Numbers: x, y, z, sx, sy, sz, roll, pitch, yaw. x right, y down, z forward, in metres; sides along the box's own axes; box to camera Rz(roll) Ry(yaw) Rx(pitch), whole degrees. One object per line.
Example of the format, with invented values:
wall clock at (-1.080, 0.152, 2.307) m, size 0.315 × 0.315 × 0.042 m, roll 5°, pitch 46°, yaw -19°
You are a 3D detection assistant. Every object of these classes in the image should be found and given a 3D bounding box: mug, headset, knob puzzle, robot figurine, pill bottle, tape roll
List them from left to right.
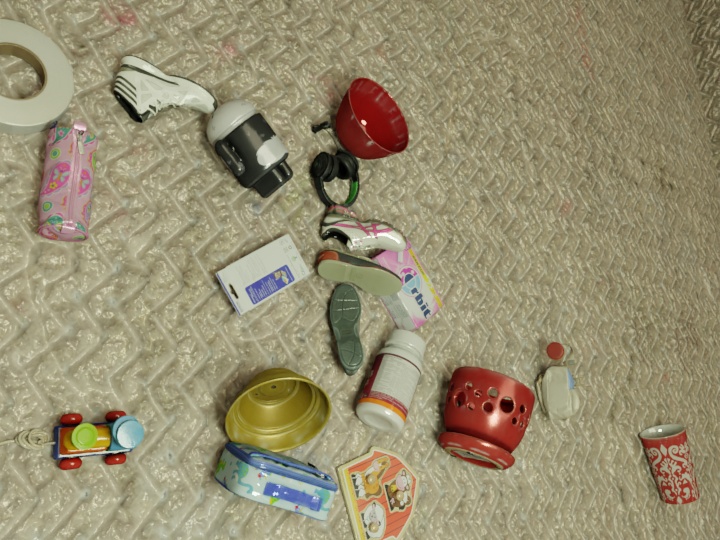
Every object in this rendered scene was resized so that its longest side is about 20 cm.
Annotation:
tape roll at (-0.607, -0.338, 1.086) m, size 0.200 × 0.037 × 0.207 m, roll 12°, pitch 68°, yaw -32°
robot figurine at (-0.229, -0.251, 1.284) m, size 0.124 × 0.150 × 0.201 m, roll -39°, pitch 101°, yaw -8°
headset at (-0.069, -0.242, 1.446) m, size 0.122 × 0.093 × 0.205 m, roll -16°, pitch 99°, yaw -43°
knob puzzle at (0.056, 0.471, 1.311) m, size 0.216 × 0.030 × 0.224 m, roll 13°, pitch 67°, yaw -33°
pill bottle at (0.071, 0.237, 1.350) m, size 0.109 × 0.109 × 0.202 m, roll 37°, pitch 56°, yaw -20°
mug at (0.950, 0.578, 1.878) m, size 0.175 × 0.133 × 0.204 m, roll -12°, pitch 85°, yaw -36°

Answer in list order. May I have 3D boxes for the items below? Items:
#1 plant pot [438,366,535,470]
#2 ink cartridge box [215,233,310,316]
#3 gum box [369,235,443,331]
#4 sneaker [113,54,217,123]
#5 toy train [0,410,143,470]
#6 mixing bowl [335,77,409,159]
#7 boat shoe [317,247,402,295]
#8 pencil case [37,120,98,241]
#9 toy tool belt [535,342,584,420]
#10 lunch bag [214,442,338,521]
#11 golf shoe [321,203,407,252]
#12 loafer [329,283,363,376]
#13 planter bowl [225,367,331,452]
plant pot at (0.283, 0.344, 1.421) m, size 0.199 × 0.199 × 0.185 m, roll 30°, pitch 67°, yaw -24°
ink cartridge box at (-0.202, 0.010, 1.269) m, size 0.199 × 0.039 × 0.101 m, roll -32°, pitch 95°, yaw -40°
gum box at (0.104, 0.038, 1.467) m, size 0.113 × 0.066 × 0.202 m, roll -34°, pitch 96°, yaw -37°
sneaker at (-0.390, -0.328, 1.232) m, size 0.197 × 0.075 × 0.118 m, roll 20°, pitch 72°, yaw -21°
toy train at (-0.441, 0.261, 0.958) m, size 0.197 × 0.115 × 0.087 m, roll 5°, pitch 71°, yaw -35°
mixing bowl at (0.013, -0.343, 1.489) m, size 0.198 × 0.108 × 0.204 m, roll 26°, pitch 49°, yaw -34°
boat shoe at (0.000, 0.000, 1.378) m, size 0.196 × 0.072 × 0.063 m, roll 15°, pitch 35°, yaw -9°
pencil case at (-0.502, -0.151, 1.071) m, size 0.086 × 0.087 × 0.204 m, roll 11°, pitch 70°, yaw -33°
toy tool belt at (0.541, 0.303, 1.689) m, size 0.123 × 0.122 × 0.205 m, roll 28°, pitch 58°, yaw -62°
lunch bag at (-0.147, 0.374, 1.105) m, size 0.198 × 0.160 × 0.084 m, roll 27°, pitch 76°, yaw -27°
golf shoe at (0.007, -0.073, 1.402) m, size 0.196 × 0.073 × 0.093 m, roll 19°, pitch 64°, yaw 5°
loafer at (-0.032, 0.129, 1.348) m, size 0.070 × 0.063 × 0.203 m, roll 0°, pitch 58°, yaw -9°
planter bowl at (-0.158, 0.245, 1.166) m, size 0.198 × 0.202 × 0.084 m, roll 19°, pitch 28°, yaw -30°
